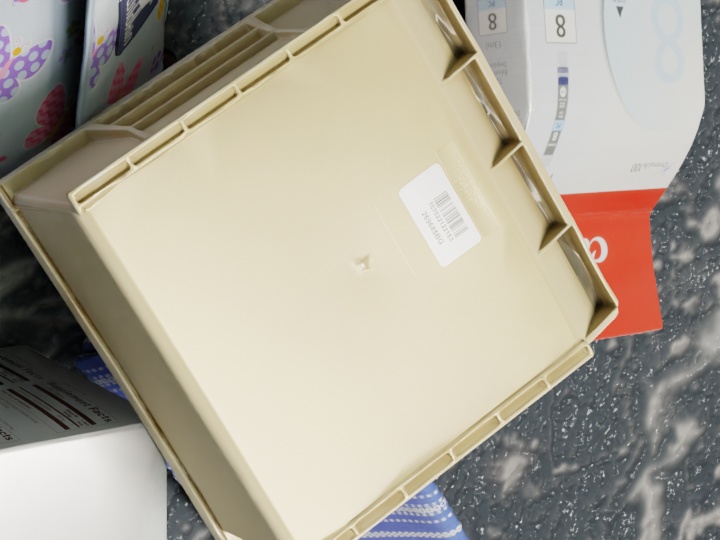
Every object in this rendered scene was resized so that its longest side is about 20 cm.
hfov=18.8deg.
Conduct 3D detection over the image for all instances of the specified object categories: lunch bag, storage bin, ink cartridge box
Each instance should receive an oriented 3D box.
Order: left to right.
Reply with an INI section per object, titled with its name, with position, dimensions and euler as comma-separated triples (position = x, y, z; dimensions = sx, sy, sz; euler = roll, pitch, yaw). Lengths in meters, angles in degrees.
[lunch bag]
position = -0.164, -0.125, 0.952
dimensions = 0.200, 0.127, 0.170
euler = -22, 145, -32
[storage bin]
position = -0.017, -0.006, 0.960
dimensions = 0.198, 0.094, 0.200
euler = -36, 108, -18
[ink cartridge box]
position = 0.127, -0.061, 1.171
dimensions = 0.160, 0.047, 0.200
euler = -6, 91, -48

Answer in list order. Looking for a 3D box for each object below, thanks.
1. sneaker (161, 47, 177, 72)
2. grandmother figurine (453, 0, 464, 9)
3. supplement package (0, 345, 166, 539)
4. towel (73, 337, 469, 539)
[sneaker]
position = -0.060, -0.062, 1.065
dimensions = 0.200, 0.076, 0.116
euler = -12, 71, -3
[grandmother figurine]
position = 0.044, -0.184, 1.163
dimensions = 0.200, 0.061, 0.121
euler = 4, 127, -39
[supplement package]
position = -0.211, 0.154, 1.011
dimensions = 0.200, 0.147, 0.192
euler = -8, 107, -34
[towel]
position = -0.041, 0.097, 1.115
dimensions = 0.200, 0.145, 0.024
euler = 56, 39, -40
